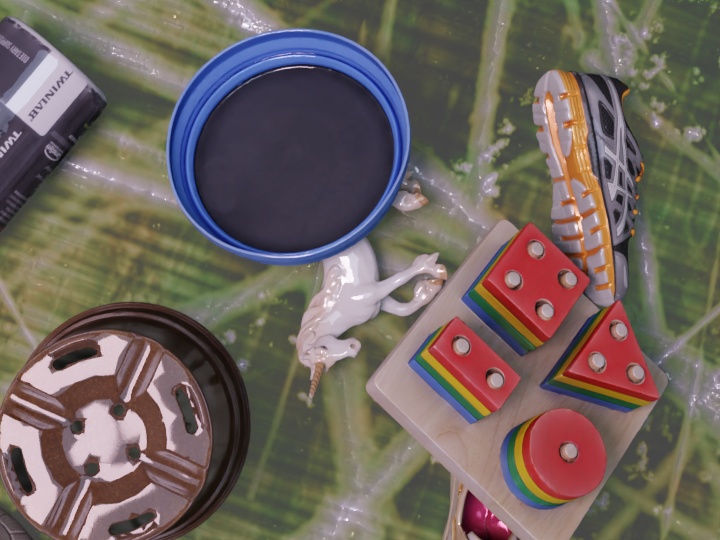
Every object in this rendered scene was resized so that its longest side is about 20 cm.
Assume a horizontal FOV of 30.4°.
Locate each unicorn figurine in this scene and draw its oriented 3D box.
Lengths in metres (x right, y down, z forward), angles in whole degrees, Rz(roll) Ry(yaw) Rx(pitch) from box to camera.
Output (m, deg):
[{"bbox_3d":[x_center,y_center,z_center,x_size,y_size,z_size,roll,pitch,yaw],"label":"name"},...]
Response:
[{"bbox_3d":[0.000,0.000,1.086,0.136,0.074,0.202,-15,72,-5],"label":"unicorn figurine"}]

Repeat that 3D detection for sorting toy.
[{"bbox_3d":[0.141,0.082,1.044,0.199,0.070,0.200,43,59,-3],"label":"sorting toy"}]

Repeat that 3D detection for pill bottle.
[{"bbox_3d":[-0.301,-0.092,1.043,0.106,0.106,0.201,39,84,-1],"label":"pill bottle"}]

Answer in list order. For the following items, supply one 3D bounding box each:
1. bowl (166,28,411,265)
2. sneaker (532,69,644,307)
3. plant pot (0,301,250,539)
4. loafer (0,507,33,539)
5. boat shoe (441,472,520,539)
[{"bbox_3d":[-0.056,-0.098,1.066,0.198,0.039,0.203,-3,70,7],"label":"bowl"},{"bbox_3d":[0.202,-0.070,1.100,0.076,0.078,0.202,-10,93,-23],"label":"sneaker"},{"bbox_3d":[-0.181,0.119,0.994,0.198,0.198,0.203,0,86,-5],"label":"plant pot"},{"bbox_3d":[-0.349,0.193,1.047,0.199,0.072,0.063,32,98,5],"label":"loafer"},{"bbox_3d":[0.103,0.219,1.074,0.073,0.069,0.202,-2,87,-5],"label":"boat shoe"}]
